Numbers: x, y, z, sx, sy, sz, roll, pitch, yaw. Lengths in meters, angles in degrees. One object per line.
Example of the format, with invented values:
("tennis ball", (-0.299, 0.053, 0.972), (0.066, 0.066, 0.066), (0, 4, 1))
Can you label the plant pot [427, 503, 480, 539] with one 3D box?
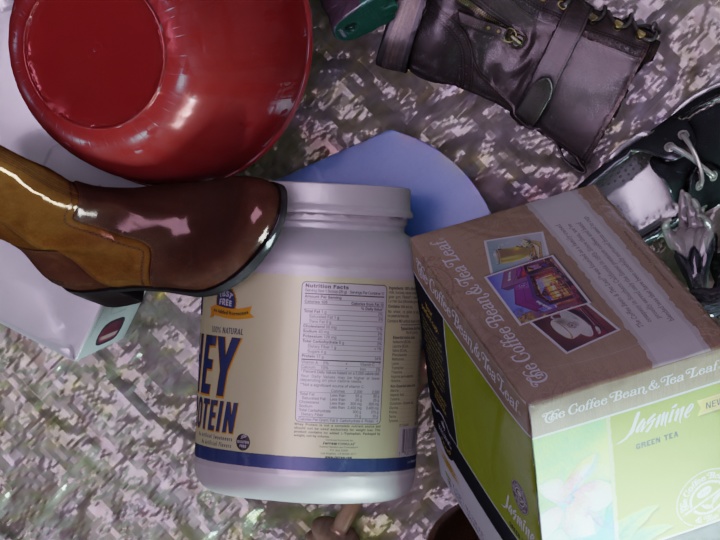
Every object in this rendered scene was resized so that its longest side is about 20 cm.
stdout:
("plant pot", (0.133, 0.273, 1.519), (0.187, 0.187, 0.200), (6, 115, 10))

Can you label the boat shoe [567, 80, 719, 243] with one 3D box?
("boat shoe", (0.202, -0.059, 1.512), (0.200, 0.060, 0.076), (-40, 89, 12))

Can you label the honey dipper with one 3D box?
("honey dipper", (0.005, 0.136, 1.559), (0.038, 0.038, 0.200), (29, 115, 6))

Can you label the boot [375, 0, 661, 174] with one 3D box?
("boot", (0.118, -0.183, 1.518), (0.174, 0.069, 0.200), (21, 104, 2))

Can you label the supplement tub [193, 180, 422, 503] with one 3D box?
("supplement tub", (-0.032, 0.044, 1.480), (0.145, 0.145, 0.200), (2, 90, 10))

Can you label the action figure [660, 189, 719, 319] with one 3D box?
("action figure", (0.249, -0.013, 1.438), (0.119, 0.200, 0.102), (-10, 92, 11))

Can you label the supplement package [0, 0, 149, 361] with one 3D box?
("supplement package", (-0.202, -0.066, 1.559), (0.156, 0.111, 0.200), (27, 101, 7))

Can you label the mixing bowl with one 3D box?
("mixing bowl", (-0.142, -0.141, 1.410), (0.200, 0.108, 0.201), (4, 102, 21))

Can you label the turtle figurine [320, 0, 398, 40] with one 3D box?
("turtle figurine", (-0.048, -0.248, 1.512), (0.101, 0.150, 0.200), (-49, 49, 36))

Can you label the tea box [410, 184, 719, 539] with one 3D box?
("tea box", (0.131, 0.088, 1.410), (0.133, 0.200, 0.197), (-17, 125, -11))

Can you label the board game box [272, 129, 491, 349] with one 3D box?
("board game box", (0.000, 0.000, 1.569), (0.200, 0.039, 0.158), (-24, 86, 9))

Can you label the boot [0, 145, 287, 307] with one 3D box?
("boot", (-0.168, -0.050, 1.381), (0.188, 0.200, 0.069), (-8, 63, 40))
